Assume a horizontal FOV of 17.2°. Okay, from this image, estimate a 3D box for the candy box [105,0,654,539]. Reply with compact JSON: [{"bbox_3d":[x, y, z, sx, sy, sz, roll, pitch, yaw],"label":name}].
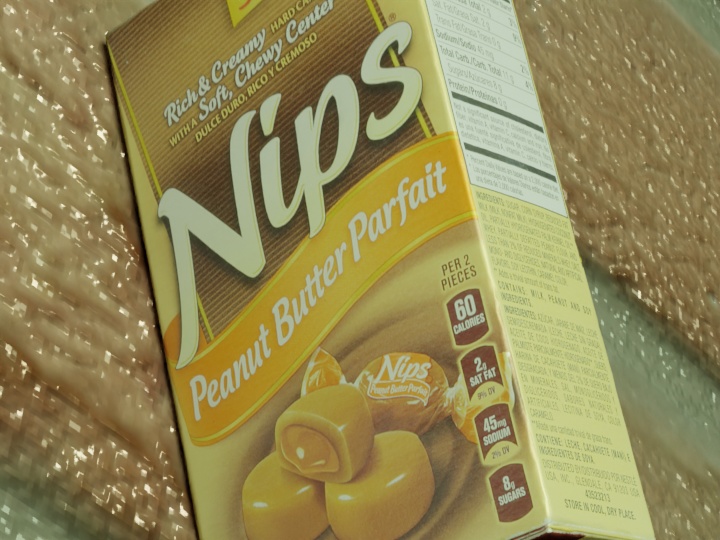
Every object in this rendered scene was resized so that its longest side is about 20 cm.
[{"bbox_3d":[0.000,0.000,0.671,0.055,0.115,0.201,15,55,-50],"label":"candy box"}]
